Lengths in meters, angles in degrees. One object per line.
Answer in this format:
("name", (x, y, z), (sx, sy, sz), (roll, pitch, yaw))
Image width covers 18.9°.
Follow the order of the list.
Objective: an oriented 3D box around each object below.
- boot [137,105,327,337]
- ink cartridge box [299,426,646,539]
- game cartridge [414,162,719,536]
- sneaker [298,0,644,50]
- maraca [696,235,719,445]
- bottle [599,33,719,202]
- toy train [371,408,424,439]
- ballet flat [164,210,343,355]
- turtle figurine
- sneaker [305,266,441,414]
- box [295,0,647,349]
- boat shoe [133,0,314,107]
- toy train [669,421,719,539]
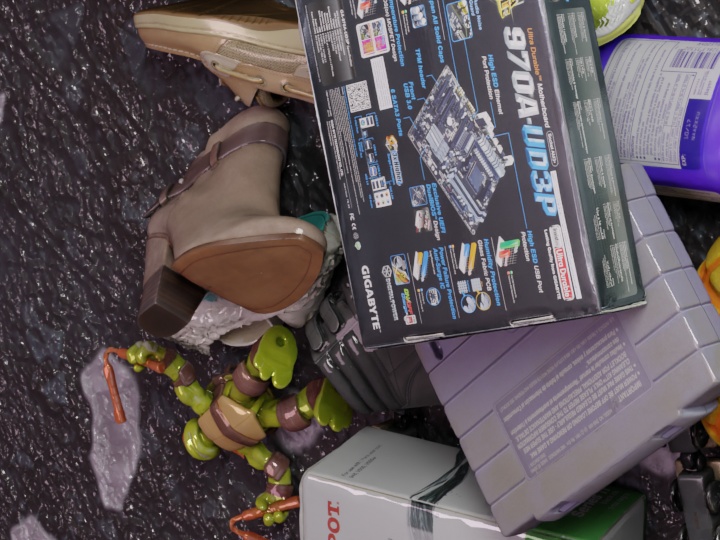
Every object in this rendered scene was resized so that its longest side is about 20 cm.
("boot", (-0.073, -0.042, 1.364), (0.070, 0.147, 0.199), (38, 142, -27))
("ink cartridge box", (0.067, 0.193, 1.331), (0.198, 0.083, 0.148), (12, 115, 27))
("game cartridge", (0.113, 0.048, 1.153), (0.200, 0.038, 0.130), (-44, 69, 48))
("sneaker", (0.069, -0.141, 1.197), (0.198, 0.105, 0.077), (-1, 97, 26))
("maraca", (0.224, 0.062, 1.127), (0.137, 0.106, 0.202), (161, 104, -83))
("bottle", (0.151, -0.085, 1.172), (0.199, 0.065, 0.084), (10, 79, 50))
("toy train", (0.017, 0.127, 1.413), (0.046, 0.034, 0.202), (24, 120, 39))
("ballet flat", (-0.064, 0.013, 1.437), (0.199, 0.071, 0.072), (-19, 92, 48))
("turtle figurine", (-0.071, 0.102, 1.467), (0.200, 0.064, 0.161), (50, 138, -9))
("sneaker", (0.000, 0.000, 1.313), (0.098, 0.071, 0.202), (-19, 101, 16))
("box", (0.053, -0.068, 1.113), (0.158, 0.046, 0.202), (-11, 91, 40))
("boat shoe", (-0.065, -0.134, 1.366), (0.199, 0.071, 0.065), (13, 114, 39))
("toy train", (0.197, 0.129, 1.219), (0.034, 0.046, 0.202), (-4, 109, 37))
